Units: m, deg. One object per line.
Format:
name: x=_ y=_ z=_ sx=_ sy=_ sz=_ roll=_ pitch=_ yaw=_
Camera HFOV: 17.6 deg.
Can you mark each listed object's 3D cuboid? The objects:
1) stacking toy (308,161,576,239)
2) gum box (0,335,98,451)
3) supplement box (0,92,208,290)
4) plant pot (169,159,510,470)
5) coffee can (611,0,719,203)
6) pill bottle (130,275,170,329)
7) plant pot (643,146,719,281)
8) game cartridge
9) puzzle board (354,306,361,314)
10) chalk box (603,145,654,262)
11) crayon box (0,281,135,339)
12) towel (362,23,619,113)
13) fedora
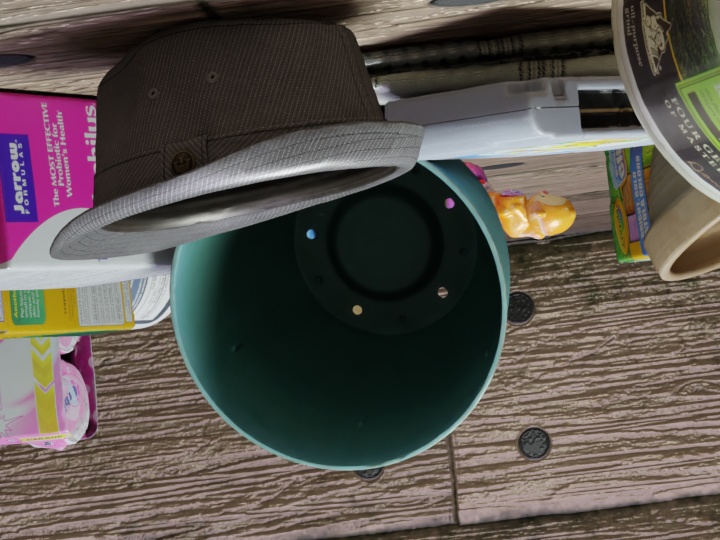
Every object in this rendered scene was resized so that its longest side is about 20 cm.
stacking toy: x=0.056 y=-0.038 z=1.640 sx=0.198 sy=0.111 sz=0.116 roll=-3 pitch=-178 yaw=23
gum box: x=-0.255 y=0.029 z=1.632 sx=0.112 sy=0.202 sz=0.066 roll=-6 pitch=178 yaw=14
supplement box: x=-0.187 y=-0.043 z=1.362 sx=0.103 sy=0.102 sz=0.199 roll=-9 pitch=177 yaw=31
plant pot: x=0.000 y=0.000 z=1.412 sx=0.199 sy=0.202 sz=0.161 roll=-7 pitch=-168 yaw=13
coffee can: x=0.183 y=-0.096 z=0.739 sx=0.145 sy=0.148 sz=0.200 roll=-6 pitch=177 yaw=-15
pill bottle: x=-0.202 y=-0.011 z=1.814 sx=0.119 sy=0.121 sz=0.199 roll=-9 pitch=177 yaw=33
plant pot: x=0.249 y=-0.083 z=1.417 sx=0.200 sy=0.093 sz=0.201 roll=-26 pitch=167 yaw=-7
game cartridge: x=0.117 y=-0.085 z=1.302 sx=0.199 sy=0.041 sz=0.133 roll=-5 pitch=-177 yaw=-41
puzzle board: x=-0.022 y=0.015 z=1.717 sx=0.150 sy=0.202 sz=0.017 roll=-16 pitch=180 yaw=-40
chalk box: x=0.243 y=-0.072 z=1.610 sx=0.124 sy=0.125 sz=0.200 roll=-6 pitch=177 yaw=-10
crayon box: x=-0.219 y=-0.020 z=1.500 sx=0.051 sy=0.127 sz=0.200 roll=-7 pitch=177 yaw=22
towel: x=0.086 y=-0.110 z=1.366 sx=0.198 sy=0.035 sz=0.193 roll=-8 pitch=177 yaw=-1
fedora: x=-0.068 y=-0.073 z=1.160 sx=0.199 sy=0.091 sz=0.176 roll=-16 pitch=174 yaw=35
